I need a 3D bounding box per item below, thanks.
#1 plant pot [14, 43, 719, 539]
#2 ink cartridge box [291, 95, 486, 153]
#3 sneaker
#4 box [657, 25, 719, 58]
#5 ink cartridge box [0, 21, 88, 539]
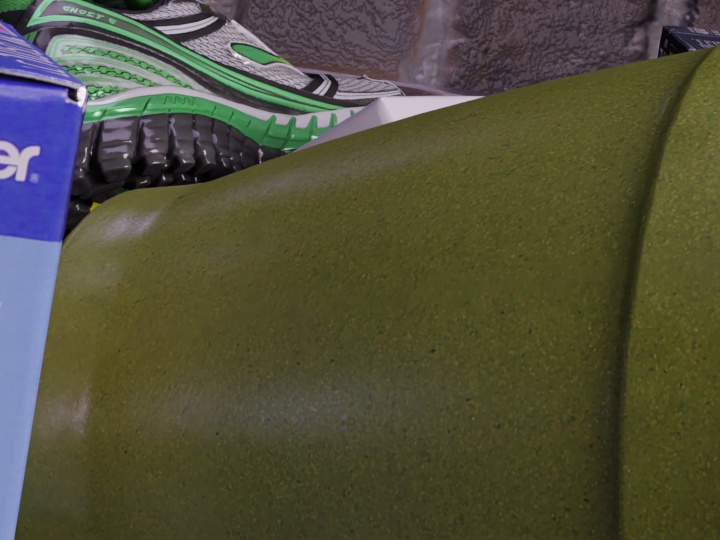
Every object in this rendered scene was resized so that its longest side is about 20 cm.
[{"bbox_3d":[0.032,0.044,0.586,0.192,0.201,0.200,0,4,25],"label":"plant pot"},{"bbox_3d":[0.000,0.000,0.827,0.200,0.067,0.117,-29,-10,26],"label":"ink cartridge box"},{"bbox_3d":[-0.047,-0.058,0.861,0.078,0.085,0.200,-29,-15,27],"label":"sneaker"},{"bbox_3d":[0.161,-0.015,1.125,0.086,0.164,0.200,9,8,2],"label":"box"},{"bbox_3d":[-0.103,0.019,0.489,0.076,0.201,0.136,7,9,-14],"label":"ink cartridge box"}]
